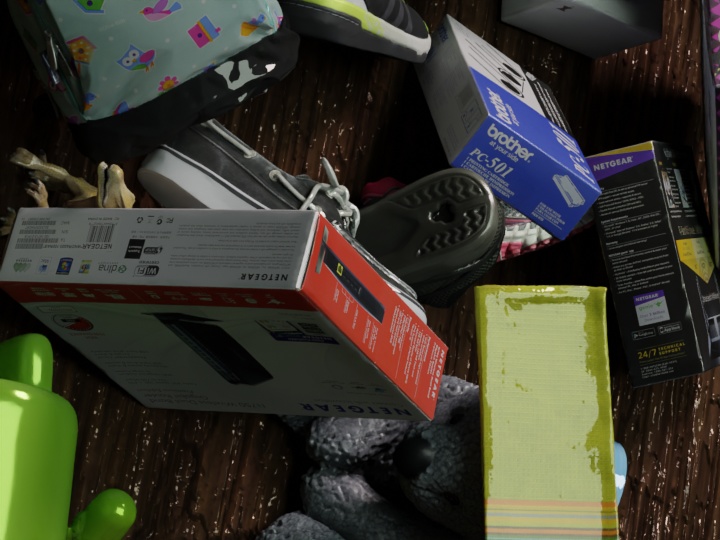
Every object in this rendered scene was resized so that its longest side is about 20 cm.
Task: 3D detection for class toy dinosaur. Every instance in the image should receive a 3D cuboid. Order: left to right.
[{"bbox_3d":[-0.157,-0.027,1.535,0.101,0.200,0.058,23,84,9],"label":"toy dinosaur"}]

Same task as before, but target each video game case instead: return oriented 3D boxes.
[{"bbox_3d":[0.257,-0.132,1.812,0.200,0.036,0.182,79,10,-51],"label":"video game case"}]

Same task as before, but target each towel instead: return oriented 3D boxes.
[{"bbox_3d":[0.111,0.108,1.519,0.086,0.018,0.201,1,80,-20],"label":"towel"}]

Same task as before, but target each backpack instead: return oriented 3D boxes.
[{"bbox_3d":[-0.132,-0.177,1.487,0.166,0.127,0.201,-30,114,-11],"label":"backpack"}]

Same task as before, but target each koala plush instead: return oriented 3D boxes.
[{"bbox_3d":[0.062,0.122,1.607,0.183,0.200,0.178,15,71,-37],"label":"koala plush"}]

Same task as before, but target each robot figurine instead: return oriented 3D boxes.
[{"bbox_3d":[-0.218,0.131,1.426,0.175,0.115,0.201,16,71,-34],"label":"robot figurine"}]

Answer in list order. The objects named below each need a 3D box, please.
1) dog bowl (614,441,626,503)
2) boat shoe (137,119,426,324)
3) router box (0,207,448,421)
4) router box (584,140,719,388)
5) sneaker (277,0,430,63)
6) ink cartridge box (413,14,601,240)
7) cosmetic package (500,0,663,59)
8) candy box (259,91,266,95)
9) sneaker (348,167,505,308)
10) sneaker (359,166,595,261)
[{"bbox_3d":[0.109,0.189,1.697,0.049,0.111,0.201,30,62,-15],"label":"dog bowl"},{"bbox_3d":[-0.036,-0.029,1.551,0.199,0.074,0.068,31,72,17],"label":"boat shoe"},{"bbox_3d":[-0.075,0.026,1.479,0.180,0.199,0.049,46,52,-52],"label":"router box"},{"bbox_3d":[0.210,-0.006,1.792,0.200,0.052,0.158,-3,80,-75],"label":"router box"},{"bbox_3d":[0.004,-0.181,1.656,0.200,0.071,0.083,-1,102,-75],"label":"sneaker"},{"bbox_3d":[0.093,-0.096,1.695,0.094,0.044,0.200,33,16,-19],"label":"ink cartridge box"},{"bbox_3d":[0.163,-0.266,1.864,0.101,0.071,0.201,18,69,-37],"label":"cosmetic package"},{"bbox_3d":[-0.129,-0.209,1.615,0.200,0.061,0.137,32,62,-31],"label":"candy box"},{"bbox_3d":[0.000,0.000,1.629,0.114,0.199,0.077,45,26,-70],"label":"sneaker"},{"bbox_3d":[0.086,-0.042,1.745,0.199,0.080,0.075,-15,88,-40],"label":"sneaker"}]
